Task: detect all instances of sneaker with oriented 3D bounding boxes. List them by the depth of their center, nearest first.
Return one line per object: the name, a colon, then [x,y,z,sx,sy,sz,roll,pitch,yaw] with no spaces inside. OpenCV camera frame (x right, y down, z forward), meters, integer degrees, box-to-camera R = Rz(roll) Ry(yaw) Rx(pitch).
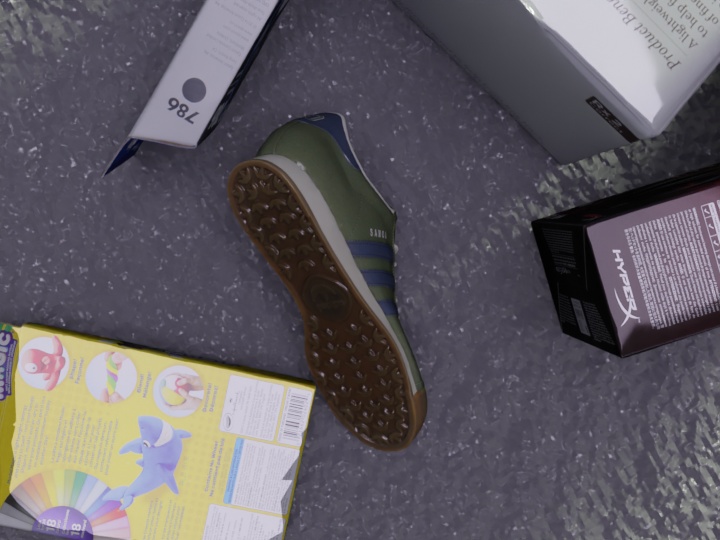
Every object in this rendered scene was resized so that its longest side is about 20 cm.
sneaker: [0.000,0.000,0.869,0.067,0.090,0.201,-7,121,35]

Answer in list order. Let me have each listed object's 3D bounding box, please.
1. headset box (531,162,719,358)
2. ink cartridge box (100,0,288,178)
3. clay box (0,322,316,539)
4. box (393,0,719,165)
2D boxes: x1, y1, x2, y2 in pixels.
headset box: [0.211,-0.021,0.844,0.199,0.149,0.076,-17,94,-3]
ink cartridge box: [-0.070,-0.132,0.829,0.039,0.099,0.201,32,102,-5]
clay box: [-0.134,0.100,0.872,0.199,0.048,0.116,13,90,-4]
box: [0.102,-0.175,0.809,0.199,0.200,0.131,43,86,-4]
